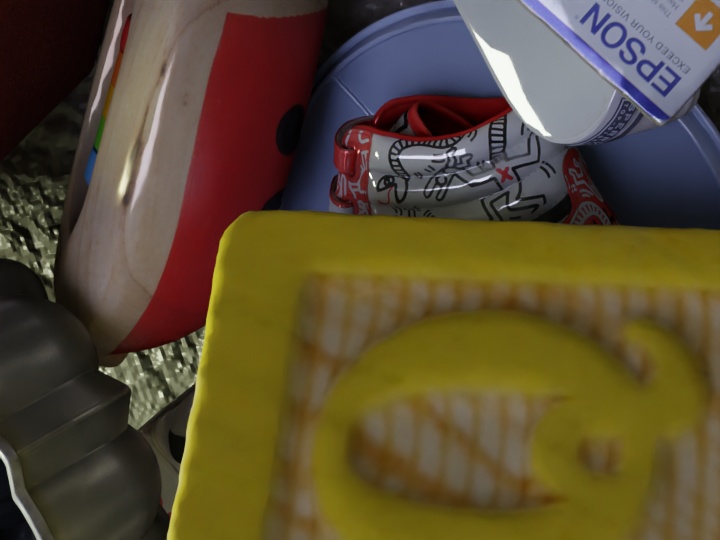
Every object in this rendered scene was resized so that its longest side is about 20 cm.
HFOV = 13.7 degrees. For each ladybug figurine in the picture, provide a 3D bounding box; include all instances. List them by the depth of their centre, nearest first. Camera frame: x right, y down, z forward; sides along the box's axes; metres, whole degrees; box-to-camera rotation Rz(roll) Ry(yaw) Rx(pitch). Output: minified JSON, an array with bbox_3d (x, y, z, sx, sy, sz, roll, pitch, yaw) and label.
[{"bbox_3d":[-0.062,-0.055,1.104,0.072,0.136,0.200,13,111,-11],"label":"ladybug figurine"}]

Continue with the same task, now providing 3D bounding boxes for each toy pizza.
[{"bbox_3d":[0.059,-0.008,1.111,0.200,0.032,0.201,12,117,24],"label":"toy pizza"}]

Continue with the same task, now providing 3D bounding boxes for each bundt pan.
[{"bbox_3d":[-0.143,0.074,1.110,0.202,0.076,0.202,31,136,36],"label":"bundt pan"}]

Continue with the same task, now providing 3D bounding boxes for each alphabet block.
[{"bbox_3d":[0.043,0.117,0.988,0.195,0.197,0.200,1,139,5],"label":"alphabet block"}]

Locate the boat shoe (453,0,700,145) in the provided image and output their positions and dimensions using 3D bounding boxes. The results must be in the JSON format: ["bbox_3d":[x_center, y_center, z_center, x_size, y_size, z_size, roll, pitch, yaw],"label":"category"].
[{"bbox_3d":[0.058,-0.135,1.036,0.072,0.066,0.200,-44,66,38],"label":"boat shoe"}]

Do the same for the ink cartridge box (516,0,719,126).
[{"bbox_3d":[0.094,-0.184,0.973,0.200,0.041,0.200,43,102,5],"label":"ink cartridge box"}]

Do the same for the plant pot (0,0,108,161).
[{"bbox_3d":[-0.197,-0.128,1.109,0.200,0.200,0.177,9,127,25],"label":"plant pot"}]

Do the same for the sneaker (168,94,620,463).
[{"bbox_3d":[0.001,0.000,1.087,0.201,0.067,0.108,-18,102,30],"label":"sneaker"}]

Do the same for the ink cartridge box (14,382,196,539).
[{"bbox_3d":[-0.081,0.153,1.222,0.145,0.083,0.200,50,124,1],"label":"ink cartridge box"}]
